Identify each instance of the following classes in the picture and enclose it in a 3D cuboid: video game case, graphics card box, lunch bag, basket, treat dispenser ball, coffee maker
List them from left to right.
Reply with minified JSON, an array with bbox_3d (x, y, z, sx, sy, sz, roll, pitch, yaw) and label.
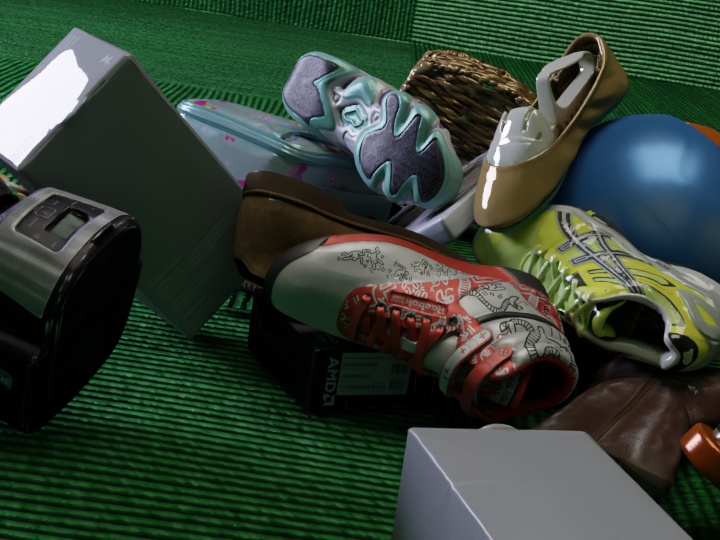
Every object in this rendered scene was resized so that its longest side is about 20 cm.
[{"bbox_3d":[-0.243,0.000,0.823,0.200,0.192,0.135,30,63,8],"label":"coffee maker"},{"bbox_3d":[-0.059,-0.088,1.164,0.160,0.077,0.200,22,9,28],"label":"lunch bag"},{"bbox_3d":[0.032,0.054,0.967,0.200,0.051,0.125,0,19,-24],"label":"graphics card box"},{"bbox_3d":[0.072,-0.053,1.102,0.200,0.023,0.182,-41,9,-38],"label":"video game case"},{"bbox_3d":[0.129,-0.143,1.420,0.200,0.143,0.149,35,20,3],"label":"basket"},{"bbox_3d":[0.225,-0.022,1.056,0.201,0.201,0.201,8,16,-2],"label":"treat dispenser ball"}]

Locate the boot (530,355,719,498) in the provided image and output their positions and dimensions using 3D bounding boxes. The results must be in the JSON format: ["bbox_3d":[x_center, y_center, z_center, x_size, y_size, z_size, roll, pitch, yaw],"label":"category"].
[{"bbox_3d":[0.213,0.106,0.860,0.186,0.064,0.200,4,11,25],"label":"boot"}]

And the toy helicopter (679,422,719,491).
[{"bbox_3d":[0.280,0.144,0.756,0.132,0.079,0.200,32,17,-41],"label":"toy helicopter"}]

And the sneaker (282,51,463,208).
[{"bbox_3d":[0.042,-0.104,1.091,0.140,0.078,0.200,17,22,-49],"label":"sneaker"}]

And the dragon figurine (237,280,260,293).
[{"bbox_3d":[-0.066,-0.002,1.086,0.099,0.059,0.200,13,12,10],"label":"dragon figurine"}]

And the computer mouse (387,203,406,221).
[{"bbox_3d":[0.012,-0.078,1.352,0.138,0.053,0.200,33,8,7],"label":"computer mouse"}]

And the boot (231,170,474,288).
[{"bbox_3d":[0.000,0.000,0.951,0.200,0.076,0.074,20,-15,-23],"label":"boot"}]

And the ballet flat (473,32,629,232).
[{"bbox_3d":[0.133,-0.108,1.000,0.069,0.063,0.200,2,39,40],"label":"ballet flat"}]

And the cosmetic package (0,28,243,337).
[{"bbox_3d":[-0.156,-0.057,0.935,0.090,0.107,0.200,30,-17,49],"label":"cosmetic package"}]

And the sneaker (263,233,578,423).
[{"bbox_3d":[0.043,0.038,0.859,0.201,0.067,0.108,9,34,-20],"label":"sneaker"}]

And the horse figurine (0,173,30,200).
[{"bbox_3d":[-0.218,-0.044,1.156,0.132,0.050,0.200,29,17,21],"label":"horse figurine"}]

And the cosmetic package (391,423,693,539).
[{"bbox_3d":[0.092,0.148,0.623,0.107,0.090,0.200,4,14,-16],"label":"cosmetic package"}]

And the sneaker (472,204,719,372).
[{"bbox_3d":[0.160,0.009,0.936,0.200,0.075,0.076,22,26,30],"label":"sneaker"}]
